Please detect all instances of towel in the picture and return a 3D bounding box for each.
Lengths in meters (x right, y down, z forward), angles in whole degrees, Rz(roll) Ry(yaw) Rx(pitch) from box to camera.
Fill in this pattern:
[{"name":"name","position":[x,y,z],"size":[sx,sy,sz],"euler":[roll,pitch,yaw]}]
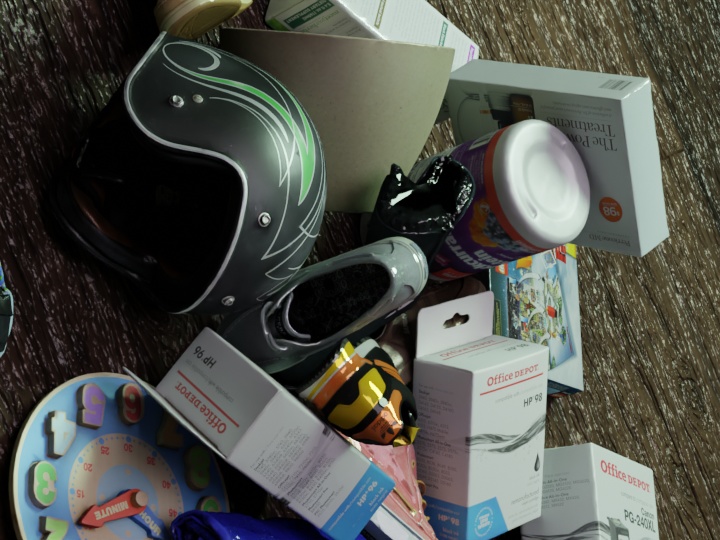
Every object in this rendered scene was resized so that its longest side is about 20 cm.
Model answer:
[{"name":"towel","position":[-0.035,0.235,1.287],"size":[0.200,0.050,0.148],"euler":[16,28,-52]}]

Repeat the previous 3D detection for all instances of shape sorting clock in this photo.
[{"name":"shape sorting clock","position":[-0.172,0.171,1.259],"size":[0.199,0.039,0.201],"euler":[20,61,-41]}]

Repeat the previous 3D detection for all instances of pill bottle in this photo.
[{"name":"pill bottle","position":[0.094,-0.053,1.506],"size":[0.111,0.200,0.112],"euler":[15,67,-39]}]

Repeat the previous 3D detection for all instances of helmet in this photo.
[{"name":"helmet","position":[-0.118,-0.067,1.300],"size":[0.190,0.200,0.200],"euler":[36,49,-10]}]

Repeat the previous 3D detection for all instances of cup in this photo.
[{"name":"cup","position":[-0.026,-0.125,1.442],"size":[0.200,0.200,0.144],"euler":[-1,99,-47]}]

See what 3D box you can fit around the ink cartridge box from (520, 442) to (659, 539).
[{"name":"ink cartridge box","position":[0.215,0.270,1.576],"size":[0.145,0.083,0.201],"euler":[27,55,-53]}]

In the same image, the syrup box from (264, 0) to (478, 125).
[{"name":"syrup box","position":[0.015,-0.217,1.581],"size":[0.200,0.079,0.082],"euler":[37,51,-32]}]

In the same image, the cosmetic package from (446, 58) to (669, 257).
[{"name":"cosmetic package","position":[0.174,-0.103,1.531],"size":[0.052,0.199,0.151],"euler":[-35,123,-36]}]

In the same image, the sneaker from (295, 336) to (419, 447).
[{"name":"sneaker","position":[0.008,0.106,1.342],"size":[0.090,0.070,0.200],"euler":[44,3,8]}]

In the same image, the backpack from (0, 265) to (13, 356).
[{"name":"backpack","position":[-0.325,0.023,1.096],"size":[0.199,0.154,0.164],"euler":[-11,79,-26]}]

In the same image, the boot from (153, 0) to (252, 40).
[{"name":"boot","position":[-0.157,-0.265,1.382],"size":[0.156,0.073,0.200],"euler":[60,12,-8]}]

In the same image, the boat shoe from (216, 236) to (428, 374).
[{"name":"boat shoe","position":[-0.043,0.030,1.319],"size":[0.071,0.200,0.070],"euler":[-18,83,-63]}]

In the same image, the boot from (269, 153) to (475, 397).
[{"name":"boot","position":[0.000,0.000,1.389],"size":[0.200,0.168,0.076],"euler":[-35,71,-32]}]

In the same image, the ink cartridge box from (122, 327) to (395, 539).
[{"name":"ink cartridge box","position":[-0.075,0.118,1.290],"size":[0.068,0.116,0.200],"euler":[-51,132,-5]}]

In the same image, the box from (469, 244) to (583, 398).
[{"name":"box","position":[0.157,0.013,1.670],"size":[0.136,0.038,0.201],"euler":[19,61,-40]}]

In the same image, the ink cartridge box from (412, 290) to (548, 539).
[{"name":"ink cartridge box","position":[0.104,0.128,1.491],"size":[0.116,0.066,0.201],"euler":[-13,109,-48]}]

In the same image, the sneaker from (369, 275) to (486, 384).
[{"name":"sneaker","position":[0.044,0.041,1.517],"size":[0.076,0.070,0.200],"euler":[55,42,-7]}]

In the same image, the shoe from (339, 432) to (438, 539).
[{"name":"shoe","position":[0.036,0.204,1.441],"size":[0.200,0.071,0.091],"euler":[45,50,-20]}]
